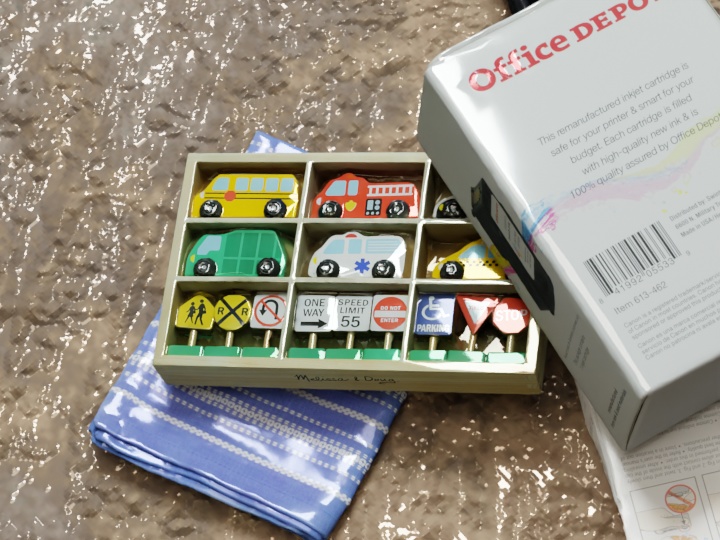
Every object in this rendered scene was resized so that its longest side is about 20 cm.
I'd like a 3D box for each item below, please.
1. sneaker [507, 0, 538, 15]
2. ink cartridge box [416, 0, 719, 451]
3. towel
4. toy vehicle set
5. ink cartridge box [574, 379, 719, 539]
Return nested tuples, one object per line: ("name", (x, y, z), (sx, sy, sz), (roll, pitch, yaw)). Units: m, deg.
("sneaker", (0.101, -0.179, 1.450), (0.072, 0.083, 0.200), (-23, 64, -4))
("ink cartridge box", (0.139, -0.038, 1.313), (0.146, 0.083, 0.200), (-28, 71, -13))
("towel", (-0.038, 0.032, 1.402), (0.145, 0.024, 0.200), (23, 70, 16))
("toy vehicle set", (0.000, 0.000, 1.376), (0.200, 0.027, 0.124), (0, 64, 13))
("ink cartridge box", (0.197, 0.076, 1.342), (0.161, 0.050, 0.200), (-13, 67, 1))
